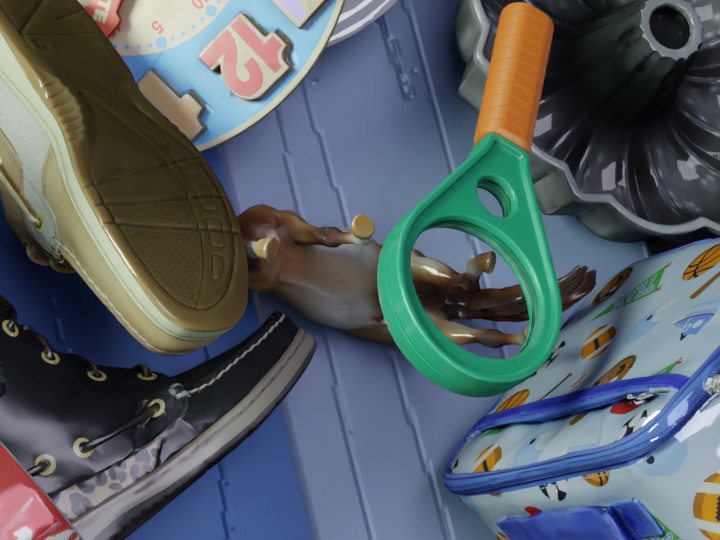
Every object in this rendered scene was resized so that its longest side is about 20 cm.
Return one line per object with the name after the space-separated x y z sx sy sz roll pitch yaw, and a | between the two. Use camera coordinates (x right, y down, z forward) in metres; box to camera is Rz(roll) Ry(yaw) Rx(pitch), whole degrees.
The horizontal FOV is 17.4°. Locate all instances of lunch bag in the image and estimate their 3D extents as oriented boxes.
0.127 0.056 0.992 0.160 0.200 0.076 -44 99 -26 | lunch bag

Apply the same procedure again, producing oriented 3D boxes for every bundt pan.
0.130 -0.102 1.110 0.200 0.076 0.204 6 72 -19 | bundt pan

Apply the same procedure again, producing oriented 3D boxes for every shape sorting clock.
-0.100 -0.147 1.018 0.198 0.039 0.202 0 95 4 | shape sorting clock

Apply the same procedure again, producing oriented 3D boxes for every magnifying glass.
0.054 -0.034 0.980 0.079 0.022 0.201 28 51 -17 | magnifying glass

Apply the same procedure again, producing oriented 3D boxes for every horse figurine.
0.000 0.000 1.019 0.199 0.132 0.050 15 83 -25 | horse figurine

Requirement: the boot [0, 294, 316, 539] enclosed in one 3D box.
-0.130 0.040 0.978 0.200 0.073 0.151 -38 89 -20 | boot

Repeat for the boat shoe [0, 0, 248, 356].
-0.111 -0.036 0.961 0.074 0.067 0.201 0 47 -41 | boat shoe

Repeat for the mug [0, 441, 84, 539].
-0.193 0.152 0.861 0.200 0.178 0.133 -42 80 -13 | mug

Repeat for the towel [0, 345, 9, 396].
-0.222 0.053 0.869 0.199 0.147 0.022 -27 121 3 | towel

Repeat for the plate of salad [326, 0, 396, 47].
-0.058 -0.188 1.081 0.198 0.048 0.202 2 76 -10 | plate of salad
